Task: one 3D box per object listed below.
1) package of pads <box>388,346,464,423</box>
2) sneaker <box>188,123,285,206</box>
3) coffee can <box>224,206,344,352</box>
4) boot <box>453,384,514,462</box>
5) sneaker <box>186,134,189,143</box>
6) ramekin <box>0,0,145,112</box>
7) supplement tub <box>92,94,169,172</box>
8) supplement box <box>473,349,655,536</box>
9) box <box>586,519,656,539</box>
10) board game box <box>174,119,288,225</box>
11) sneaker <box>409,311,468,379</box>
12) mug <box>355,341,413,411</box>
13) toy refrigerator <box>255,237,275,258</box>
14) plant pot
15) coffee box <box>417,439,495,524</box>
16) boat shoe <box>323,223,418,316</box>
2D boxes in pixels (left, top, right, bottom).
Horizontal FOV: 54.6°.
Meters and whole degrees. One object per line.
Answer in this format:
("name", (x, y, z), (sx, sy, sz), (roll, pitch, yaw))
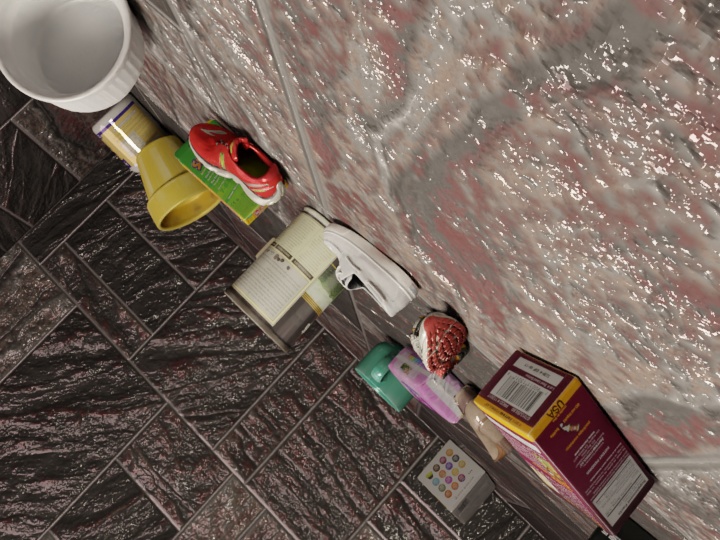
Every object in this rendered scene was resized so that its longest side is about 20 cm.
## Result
("package of pads", (0.145, 0.236, 1.456), (0.121, 0.076, 0.200), (48, 171, -15))
("sneaker", (-0.196, -0.188, 1.111), (0.199, 0.077, 0.085), (34, 158, 17))
("coffee can", (-0.110, 0.015, 1.181), (0.146, 0.200, 0.146), (42, 172, 8))
("boot", (0.238, 0.286, 1.333), (0.146, 0.070, 0.200), (48, 172, 17))
("sneaker", (-0.231, -0.177, 1.257), (0.198, 0.076, 0.115), (35, 162, 21))
("ramekin", (-0.410, -0.328, 1.003), (0.200, 0.201, 0.098), (43, 179, 4))
("supplement tub", (-0.616, -0.364, 1.921), (0.200, 0.146, 0.145), (48, 170, -23))
("supplement box", (0.239, 0.200, 0.818), (0.200, 0.086, 0.110), (48, 170, -24))
("box", (0.475, 0.508, 1.170), (0.163, 0.086, 0.200), (36, 168, 38))
("board game box", (-0.221, -0.170, 1.174), (0.200, 0.096, 0.030), (41, 169, 21))
("sneaker", (0.103, 0.102, 1.018), (0.082, 0.078, 0.200), (42, 171, 20))
("mug", (0.082, 0.247, 1.668), (0.152, 0.114, 0.185), (46, 170, -13))
("toy refrigerator", (-0.193, -0.001, 1.903), (0.199, 0.076, 0.070), (37, 169, 37))
("plant pot", (-0.484, -0.236, 1.821), (0.190, 0.199, 0.201), (58, 172, 5))
("coffee box", (0.376, 0.823, 2.719), (0.197, 0.200, 0.200), (38, 170, 38))
("boat shoe", (0.000, 0.000, 1.041), (0.199, 0.069, 0.072), (39, 170, 31))
